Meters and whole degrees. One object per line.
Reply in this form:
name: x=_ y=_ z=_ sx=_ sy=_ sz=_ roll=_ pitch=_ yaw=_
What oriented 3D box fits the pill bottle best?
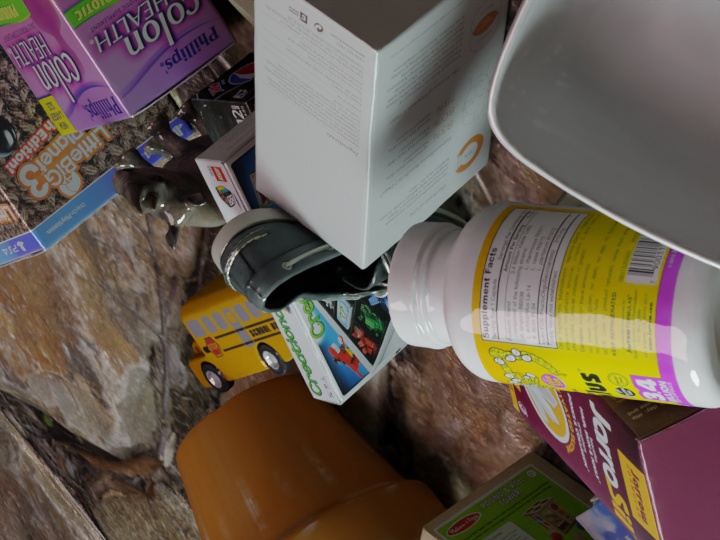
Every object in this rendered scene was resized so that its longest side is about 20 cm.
pill bottle: x=0.118 y=0.016 z=1.246 sx=0.200 sy=0.104 sz=0.104 roll=6 pitch=132 yaw=32

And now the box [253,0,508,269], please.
box: x=0.011 y=-0.120 z=1.343 sx=0.097 sy=0.124 sz=0.200 roll=36 pitch=149 yaw=23

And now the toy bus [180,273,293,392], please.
toy bus: x=-0.078 y=0.037 z=1.726 sx=0.078 sy=0.065 sz=0.200 roll=54 pitch=152 yaw=-9

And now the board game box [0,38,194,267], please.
board game box: x=-0.255 y=-0.132 z=1.671 sx=0.200 sy=0.159 sz=0.097 roll=55 pitch=151 yaw=-12

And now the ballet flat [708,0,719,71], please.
ballet flat: x=0.170 y=-0.153 z=1.137 sx=0.074 sy=0.074 sz=0.200 roll=5 pitch=125 yaw=53

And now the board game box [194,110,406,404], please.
board game box: x=-0.019 y=-0.027 z=1.498 sx=0.035 sy=0.126 sz=0.200 roll=10 pitch=133 yaw=49

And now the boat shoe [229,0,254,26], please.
boat shoe: x=-0.075 y=-0.206 z=1.421 sx=0.071 sy=0.063 sz=0.200 roll=43 pitch=-178 yaw=-43

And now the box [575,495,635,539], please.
box: x=0.233 y=0.165 z=1.456 sx=0.122 sy=0.048 sz=0.200 roll=48 pitch=151 yaw=3

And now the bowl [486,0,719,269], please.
bowl: x=0.177 y=-0.113 z=1.069 sx=0.200 sy=0.075 sz=0.200 roll=27 pitch=114 yaw=-6

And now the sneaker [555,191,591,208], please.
sneaker: x=0.169 y=-0.044 z=1.272 sx=0.080 sy=0.070 sz=0.200 roll=45 pitch=151 yaw=3

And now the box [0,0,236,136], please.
box: x=-0.203 y=-0.206 z=1.545 sx=0.200 sy=0.097 sz=0.176 roll=56 pitch=161 yaw=-13

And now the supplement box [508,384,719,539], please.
supplement box: x=0.162 y=0.073 z=1.335 sx=0.200 sy=0.085 sz=0.111 roll=49 pitch=160 yaw=53

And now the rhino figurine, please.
rhino figurine: x=-0.124 y=-0.065 z=1.572 sx=0.087 sy=0.200 sz=0.060 roll=41 pitch=109 yaw=0

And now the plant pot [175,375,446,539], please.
plant pot: x=-0.049 y=0.192 z=1.767 sx=0.183 sy=0.200 sz=0.200 roll=57 pitch=156 yaw=21

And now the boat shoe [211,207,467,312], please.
boat shoe: x=0.000 y=0.000 z=1.439 sx=0.062 sy=0.200 sz=0.073 roll=55 pitch=131 yaw=39

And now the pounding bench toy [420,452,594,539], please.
pounding bench toy: x=0.093 y=0.260 z=1.576 sx=0.124 sy=0.200 sz=0.156 roll=34 pitch=133 yaw=28

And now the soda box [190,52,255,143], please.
soda box: x=-0.038 y=-0.053 z=1.560 sx=0.071 sy=0.063 sz=0.200 roll=9 pitch=132 yaw=51
